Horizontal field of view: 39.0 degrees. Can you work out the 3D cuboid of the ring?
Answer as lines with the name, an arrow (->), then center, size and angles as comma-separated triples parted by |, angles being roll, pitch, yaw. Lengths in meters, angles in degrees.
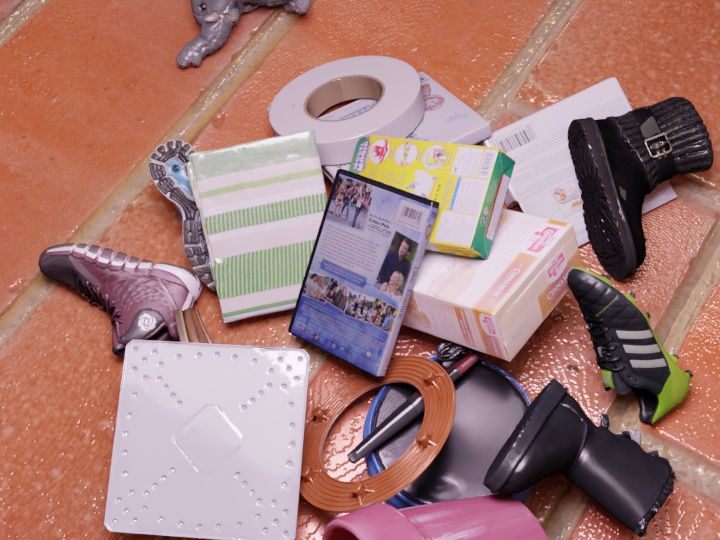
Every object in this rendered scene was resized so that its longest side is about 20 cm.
ring -> 0.010, 0.165, 1.072 | 0.200, 0.019, 0.201 | -28, 32, 19

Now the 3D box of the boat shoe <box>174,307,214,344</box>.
boat shoe -> -0.152, 0.129, 1.138 | 0.068, 0.072, 0.201 | -19, 75, -8

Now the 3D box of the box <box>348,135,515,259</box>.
box -> 0.064, -0.085, 1.137 | 0.200, 0.048, 0.118 | 13, 82, 36

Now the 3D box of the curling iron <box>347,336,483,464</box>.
curling iron -> 0.060, 0.137, 1.106 | 0.200, 0.026, 0.050 | -46, 47, -15

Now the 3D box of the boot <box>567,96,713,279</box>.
boot -> 0.351, -0.103, 1.224 | 0.157, 0.079, 0.212 | -9, 81, -10

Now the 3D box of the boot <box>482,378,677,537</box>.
boot -> 0.225, 0.204, 1.024 | 0.162, 0.073, 0.198 | 40, 33, 9

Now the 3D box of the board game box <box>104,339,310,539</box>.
board game box -> -0.158, 0.179, 1.072 | 0.199, 0.026, 0.201 | 3, 76, 4

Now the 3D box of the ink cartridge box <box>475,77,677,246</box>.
ink cartridge box -> 0.272, -0.126, 1.278 | 0.200, 0.044, 0.174 | -25, 86, -12

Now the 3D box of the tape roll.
tape roll -> -0.018, -0.207, 1.295 | 0.202, 0.037, 0.203 | -11, 40, 9

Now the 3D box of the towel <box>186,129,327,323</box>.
towel -> -0.109, -0.050, 1.179 | 0.152, 0.023, 0.201 | -11, 98, -1

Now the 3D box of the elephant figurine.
elephant figurine -> -0.179, -0.393, 1.404 | 0.199, 0.142, 0.155 | -17, 31, 10

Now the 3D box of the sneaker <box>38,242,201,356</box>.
sneaker -> -0.295, 0.040, 1.190 | 0.199, 0.076, 0.116 | 9, 65, 7

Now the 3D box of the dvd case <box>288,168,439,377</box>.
dvd case -> 0.000, 0.000, 1.126 | 0.142, 0.018, 0.201 | 23, 100, 38

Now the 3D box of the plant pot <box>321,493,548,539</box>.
plant pot -> 0.084, 0.303, 0.971 | 0.179, 0.200, 0.200 | -16, 60, -24

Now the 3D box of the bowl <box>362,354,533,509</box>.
bowl -> 0.101, 0.183, 1.114 | 0.200, 0.039, 0.201 | -1, 60, 2

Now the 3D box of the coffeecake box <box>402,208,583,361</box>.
coffeecake box -> 0.122, 0.001, 1.140 | 0.200, 0.073, 0.154 | 17, 51, 42

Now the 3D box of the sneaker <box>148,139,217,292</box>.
sneaker -> -0.182, -0.064, 1.239 | 0.078, 0.090, 0.200 | -25, 83, 3

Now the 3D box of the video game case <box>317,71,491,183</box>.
video game case -> 0.036, -0.175, 1.285 | 0.200, 0.024, 0.182 | -26, 39, -12

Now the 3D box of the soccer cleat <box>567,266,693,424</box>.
soccer cleat -> 0.283, 0.083, 1.103 | 0.081, 0.067, 0.200 | -45, 105, -12
